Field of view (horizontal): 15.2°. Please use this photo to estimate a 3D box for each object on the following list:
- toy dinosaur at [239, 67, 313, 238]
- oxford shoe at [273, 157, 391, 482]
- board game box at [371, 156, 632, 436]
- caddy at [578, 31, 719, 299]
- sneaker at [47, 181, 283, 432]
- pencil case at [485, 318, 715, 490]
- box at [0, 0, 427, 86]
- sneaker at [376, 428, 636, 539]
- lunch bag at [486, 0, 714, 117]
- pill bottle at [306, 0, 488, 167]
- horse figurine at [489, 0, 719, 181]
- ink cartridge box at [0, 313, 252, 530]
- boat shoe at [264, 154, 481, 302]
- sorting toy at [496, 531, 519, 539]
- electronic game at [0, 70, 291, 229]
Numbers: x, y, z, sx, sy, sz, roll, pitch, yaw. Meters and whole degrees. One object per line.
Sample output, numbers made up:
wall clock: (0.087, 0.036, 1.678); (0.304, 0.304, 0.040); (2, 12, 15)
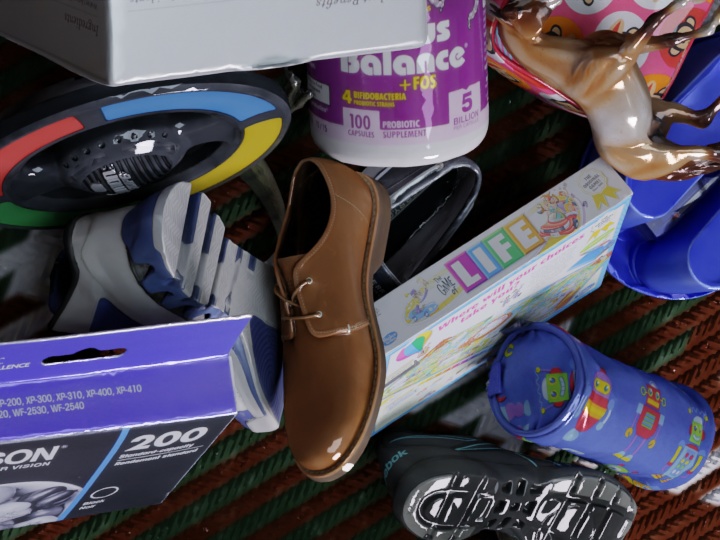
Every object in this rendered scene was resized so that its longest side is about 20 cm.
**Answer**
toy dinosaur: (-0.084, -0.101, 1.629); (0.088, 0.047, 0.200); (-46, 126, 8)
oxford shoe: (-0.029, 0.027, 1.618); (0.071, 0.071, 0.201); (29, 55, -49)
board game box: (0.079, 0.019, 1.732); (0.200, 0.034, 0.135); (-32, 161, -19)
caddy: (0.238, -0.071, 1.806); (0.200, 0.105, 0.141); (-44, 102, -11)
sneaker: (-0.121, 0.017, 1.618); (0.200, 0.115, 0.081); (56, 40, -48)
pencil case: (0.158, 0.093, 1.803); (0.200, 0.087, 0.078); (24, 74, -52)
box: (-0.094, -0.192, 1.496); (0.198, 0.200, 0.131); (-10, 109, -29)
sneaker: (0.098, 0.142, 1.801); (0.199, 0.079, 0.076); (15, 111, -34)
lunch bag: (0.146, -0.206, 1.711); (0.176, 0.082, 0.201); (28, 92, -35)
pill bottle: (0.020, -0.172, 1.627); (0.112, 0.112, 0.201); (-15, 114, -27)
horse figurine: (0.179, -0.110, 1.677); (0.132, 0.050, 0.200); (-20, 136, 17)
ink cartridge box: (-0.177, 0.095, 1.562); (0.197, 0.044, 0.200); (-6, 154, -27)
boat shoe: (0.000, 0.000, 1.700); (0.200, 0.068, 0.072); (-45, 123, -7)
sorting toy: (0.123, 0.290, 1.821); (0.036, 0.185, 0.201); (-13, 114, -2)
electronic game: (-0.136, -0.068, 1.536); (0.199, 0.200, 0.042); (-7, 72, -30)
